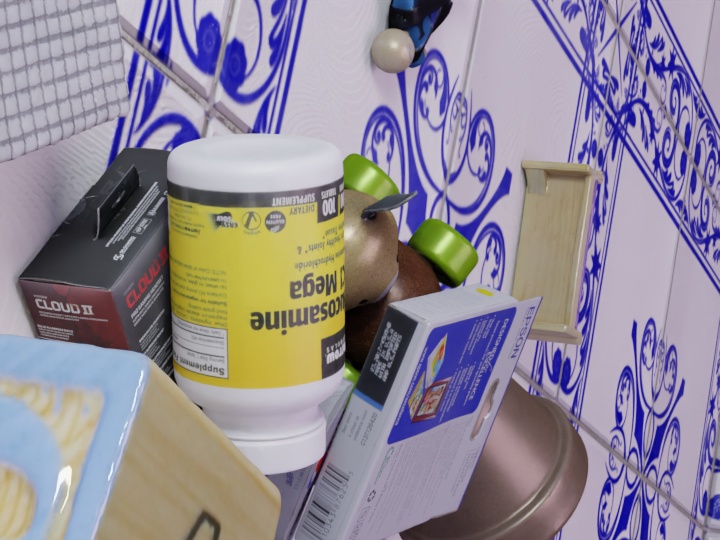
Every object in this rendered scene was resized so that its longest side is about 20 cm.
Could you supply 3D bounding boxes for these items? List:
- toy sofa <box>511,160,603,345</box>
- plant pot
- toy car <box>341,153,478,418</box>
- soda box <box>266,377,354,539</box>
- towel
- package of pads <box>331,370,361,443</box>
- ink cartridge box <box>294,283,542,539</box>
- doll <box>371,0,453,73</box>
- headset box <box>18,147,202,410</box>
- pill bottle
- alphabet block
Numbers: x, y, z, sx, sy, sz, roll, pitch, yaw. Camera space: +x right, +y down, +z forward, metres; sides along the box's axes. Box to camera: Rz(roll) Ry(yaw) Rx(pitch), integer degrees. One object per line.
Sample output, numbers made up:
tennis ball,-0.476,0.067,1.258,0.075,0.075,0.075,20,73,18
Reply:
toy sofa,0.223,-0.020,2.012,0.097,0.082,0.202,26,71,-64
plant pot,0.089,0.157,1.650,0.175,0.199,0.201,55,43,-31
toy car,0.000,0.000,1.296,0.165,0.157,0.200,-51,179,-11
soda box,-0.071,0.154,1.288,0.064,0.068,0.201,-56,169,-54
towel,-0.216,-0.148,0.971,0.200,0.085,0.168,-35,125,-59
package of pads,-0.003,0.083,1.459,0.075,0.119,0.203,3,93,-56
ink cartridge box,0.047,0.108,1.337,0.199,0.047,0.199,-11,125,-62
doll,0.060,-0.253,1.625,0.201,0.048,0.137,-57,154,-36
headset box,-0.143,0.026,1.182,0.149,0.074,0.202,-58,145,-45
pill bottle,-0.065,0.021,1.124,0.112,0.111,0.203,-30,122,-62
alphabet block,-0.182,0.163,0.979,0.200,0.193,0.198,57,46,-56
